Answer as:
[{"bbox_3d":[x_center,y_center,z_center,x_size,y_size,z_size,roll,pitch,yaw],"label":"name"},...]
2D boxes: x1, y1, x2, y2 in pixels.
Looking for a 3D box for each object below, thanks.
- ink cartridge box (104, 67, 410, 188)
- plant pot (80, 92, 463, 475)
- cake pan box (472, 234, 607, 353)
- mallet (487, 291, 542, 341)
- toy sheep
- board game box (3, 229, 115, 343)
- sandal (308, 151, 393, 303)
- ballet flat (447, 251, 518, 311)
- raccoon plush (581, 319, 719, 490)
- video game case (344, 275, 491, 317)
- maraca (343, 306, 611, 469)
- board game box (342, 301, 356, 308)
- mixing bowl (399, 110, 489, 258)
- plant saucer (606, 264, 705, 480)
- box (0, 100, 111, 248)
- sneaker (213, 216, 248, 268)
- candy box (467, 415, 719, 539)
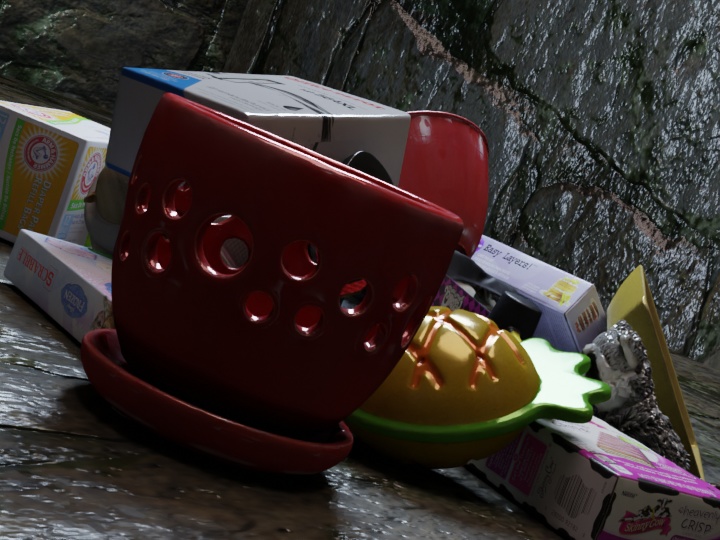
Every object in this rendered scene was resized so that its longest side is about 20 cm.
[{"bbox_3d":[-0.078,-0.102,1.173,0.145,0.085,0.199,22,18,35],"label":"ink cartridge box"},{"bbox_3d":[-0.058,0.013,0.894,0.198,0.185,0.200,20,6,-2],"label":"plant pot"},{"bbox_3d":[0.189,0.070,1.530,0.184,0.052,0.201,29,-28,49],"label":"cake pan box"},{"bbox_3d":[0.125,0.078,1.180,0.041,0.066,0.200,25,17,-10],"label":"mallet"},{"bbox_3d":[-0.162,-0.033,1.260,0.137,0.139,0.201,25,-20,33],"label":"toy sheep"},{"bbox_3d":[-0.135,0.039,1.090,0.198,0.042,0.199,17,7,-39],"label":"board game box"},{"bbox_3d":[-0.016,-0.018,1.069,0.045,0.201,0.075,-15,-56,41],"label":"sandal"},{"bbox_3d":[0.093,0.026,1.379,0.073,0.074,0.199,26,1,42],"label":"ballet flat"},{"bbox_3d":[0.255,0.127,1.255,0.198,0.136,0.097,19,5,-21],"label":"raccoon plush"},{"bbox_3d":[0.000,0.000,1.234,0.180,0.036,0.200,19,-8,27],"label":"video game case"},{"bbox_3d":[0.074,0.080,1.037,0.197,0.108,0.137,-3,28,-11],"label":"maraca"},{"bbox_3d":[0.089,0.093,1.358,0.198,0.042,0.199,19,6,-23],"label":"board game box"},{"bbox_3d":[0.042,-0.048,1.409,0.199,0.200,0.109,16,47,-43],"label":"mixing bowl"},{"bbox_3d":[0.275,0.110,1.401,0.048,0.202,0.200,-18,5,12],"label":"plant saucer"},{"bbox_3d":[-0.277,-0.084,1.362,0.100,0.114,0.200,22,7,9],"label":"box"},{"bbox_3d":[-0.092,0.002,1.089,0.080,0.071,0.200,20,-5,29],"label":"sneaker"},{"bbox_3d":[0.166,0.149,1.093,0.135,0.062,0.199,17,6,-33],"label":"candy box"}]
